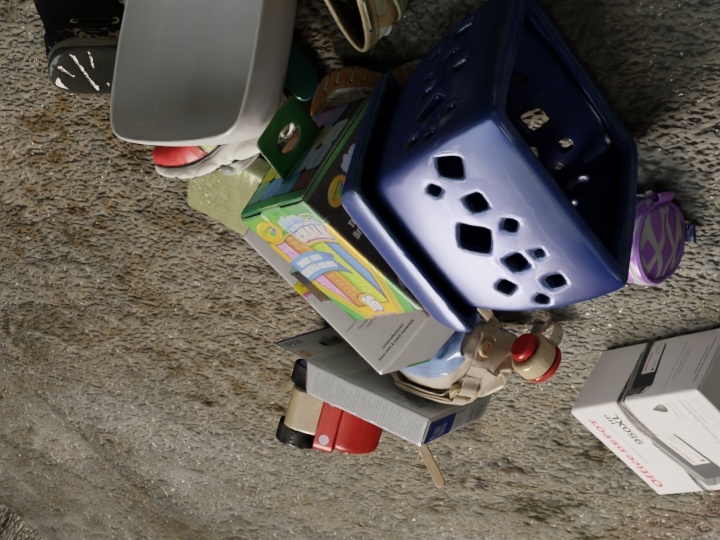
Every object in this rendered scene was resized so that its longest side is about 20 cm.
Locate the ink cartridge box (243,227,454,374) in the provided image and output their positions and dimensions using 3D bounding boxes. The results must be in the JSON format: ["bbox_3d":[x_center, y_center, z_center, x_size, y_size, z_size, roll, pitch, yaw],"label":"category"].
[{"bbox_3d":[0.000,0.000,1.784,0.200,0.084,0.145,44,-163,14],"label":"ink cartridge box"}]

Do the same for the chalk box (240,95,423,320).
[{"bbox_3d":[-0.014,-0.067,1.613,0.200,0.125,0.124,43,155,-19],"label":"chalk box"}]

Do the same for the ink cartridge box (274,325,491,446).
[{"bbox_3d":[0.024,0.124,2.009,0.199,0.044,0.196,23,-166,21],"label":"ink cartridge box"}]

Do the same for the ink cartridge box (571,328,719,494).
[{"bbox_3d":[0.328,0.142,1.778,0.145,0.084,0.200,43,153,-17],"label":"ink cartridge box"}]

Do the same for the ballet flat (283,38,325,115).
[{"bbox_3d":[-0.053,-0.159,1.736,0.067,0.068,0.200,-2,127,57],"label":"ballet flat"}]

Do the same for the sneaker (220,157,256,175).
[{"bbox_3d":[-0.181,-0.174,1.832,0.199,0.081,0.075,34,156,3],"label":"sneaker"}]

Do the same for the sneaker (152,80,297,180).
[{"bbox_3d":[-0.135,-0.145,1.727,0.199,0.077,0.085,-16,104,46],"label":"sneaker"}]

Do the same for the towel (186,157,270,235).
[{"bbox_3d":[-0.121,-0.082,1.947,0.148,0.037,0.200,27,161,5],"label":"towel"}]

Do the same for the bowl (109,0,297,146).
[{"bbox_3d":[-0.132,-0.206,1.629,0.199,0.201,0.074,3,174,45],"label":"bowl"}]

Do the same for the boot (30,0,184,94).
[{"bbox_3d":[-0.224,-0.238,1.770,0.154,0.202,0.074,62,142,41],"label":"boot"}]

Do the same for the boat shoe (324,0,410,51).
[{"bbox_3d":[-0.028,-0.268,1.502,0.071,0.076,0.200,2,140,47],"label":"boat shoe"}]

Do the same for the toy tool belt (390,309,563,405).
[{"bbox_3d":[0.101,0.071,1.876,0.123,0.125,0.199,39,154,-30],"label":"toy tool belt"}]

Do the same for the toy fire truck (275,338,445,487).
[{"bbox_3d":[0.014,0.178,2.103,0.199,0.129,0.176,17,-167,6],"label":"toy fire truck"}]

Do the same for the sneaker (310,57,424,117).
[{"bbox_3d":[0.051,-0.143,1.649,0.199,0.076,0.088,11,162,43],"label":"sneaker"}]

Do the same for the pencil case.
[{"bbox_3d":[0.196,-0.039,1.630,0.199,0.084,0.086,8,113,39],"label":"pencil case"}]

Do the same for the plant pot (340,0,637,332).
[{"bbox_3d":[0.101,-0.080,1.474,0.179,0.201,0.200,-24,121,29],"label":"plant pot"}]
